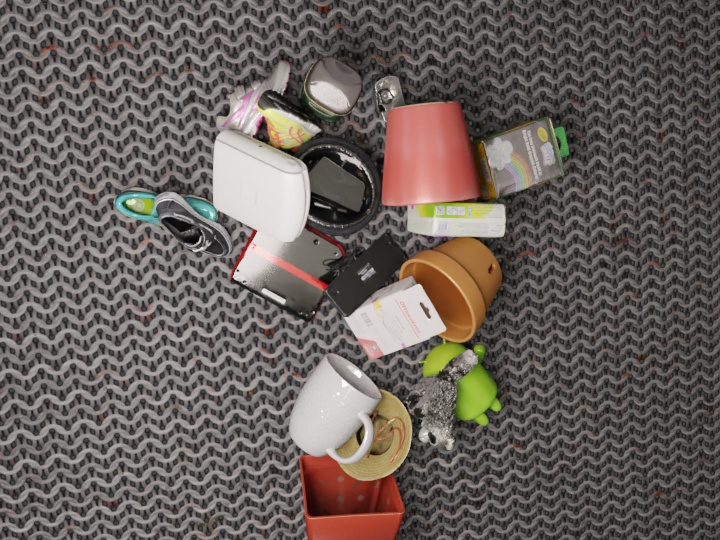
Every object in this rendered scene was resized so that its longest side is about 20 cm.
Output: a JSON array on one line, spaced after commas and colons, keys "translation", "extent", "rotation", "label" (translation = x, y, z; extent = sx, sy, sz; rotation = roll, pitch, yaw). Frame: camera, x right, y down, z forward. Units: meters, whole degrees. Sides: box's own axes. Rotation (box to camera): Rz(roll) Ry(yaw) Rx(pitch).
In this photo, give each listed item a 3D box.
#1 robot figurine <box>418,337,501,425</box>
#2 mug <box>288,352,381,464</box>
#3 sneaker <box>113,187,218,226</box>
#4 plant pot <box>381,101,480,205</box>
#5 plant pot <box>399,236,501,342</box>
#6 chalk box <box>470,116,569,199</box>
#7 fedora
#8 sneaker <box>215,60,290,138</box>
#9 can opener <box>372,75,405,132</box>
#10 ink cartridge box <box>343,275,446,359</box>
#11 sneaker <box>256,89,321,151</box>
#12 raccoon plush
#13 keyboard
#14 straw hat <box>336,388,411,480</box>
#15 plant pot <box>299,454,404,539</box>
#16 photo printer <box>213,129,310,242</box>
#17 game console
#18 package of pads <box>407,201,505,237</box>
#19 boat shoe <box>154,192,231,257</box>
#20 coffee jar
[{"translation": [0.215, 0.238, 1.378], "extent": [0.175, 0.116, 0.200], "rotation": [-44, 102, -7], "label": "robot figurine"}, {"translation": [-0.049, 0.300, 1.304], "extent": [0.176, 0.200, 0.147], "rotation": [-53, 142, 8], "label": "mug"}, {"translation": [-0.377, -0.113, 1.243], "extent": [0.196, 0.080, 0.079], "rotation": [7, 97, -12], "label": "sneaker"}, {"translation": [0.128, -0.224, 1.229], "extent": [0.196, 0.200, 0.181], "rotation": [-8, 100, -9], "label": "plant pot"}, {"translation": [0.196, 0.025, 1.313], "extent": [0.140, 0.199, 0.202], "rotation": [-38, 104, -28], "label": "plant pot"}, {"translation": [0.335, -0.238, 1.330], "extent": [0.197, 0.124, 0.127], "rotation": [-20, 100, -8], "label": "chalk box"}, {"translation": [-0.056, -0.168, 1.285], "extent": [0.196, 0.092, 0.205], "rotation": [-1, 96, -7], "label": "fedora"}, {"translation": [-0.210, -0.331, 1.241], "extent": [0.088, 0.081, 0.201], "rotation": [36, 90, -14], "label": "sneaker"}, {"translation": [0.071, -0.300, 1.316], "extent": [0.053, 0.067, 0.203], "rotation": [-21, 113, -11], "label": "can opener"}, {"translation": [0.078, 0.092, 1.304], "extent": [0.198, 0.068, 0.118], "rotation": [-24, 105, 34], "label": "ink cartridge box"}, {"translation": [-0.146, -0.271, 1.214], "extent": [0.090, 0.199, 0.078], "rotation": [-45, 71, 12], "label": "sneaker"}, {"translation": [0.188, 0.273, 1.287], "extent": [0.199, 0.097, 0.134], "rotation": [-37, 108, 19], "label": "raccoon plush"}, {"translation": [0.000, 0.000, 1.331], "extent": [0.200, 0.040, 0.105], "rotation": [-42, 98, -26], "label": "keyboard"}, {"translation": [0.041, 0.354, 1.369], "extent": [0.085, 0.200, 0.203], "rotation": [28, 94, -52], "label": "straw hat"}, {"translation": [-0.028, 0.520, 1.344], "extent": [0.196, 0.200, 0.180], "rotation": [0, 109, -10], "label": "plant pot"}, {"translation": [-0.184, -0.154, 1.206], "extent": [0.198, 0.069, 0.168], "rotation": [27, 131, 16], "label": "photo printer"}, {"translation": [-0.146, -0.013, 1.327], "extent": [0.198, 0.031, 0.179], "rotation": [29, 95, -12], "label": "game console"}, {"translation": [0.190, -0.103, 1.282], "extent": [0.151, 0.200, 0.070], "rotation": [0, 97, -10], "label": "package of pads"}, {"translation": [-0.313, -0.068, 1.218], "extent": [0.071, 0.069, 0.200], "rotation": [-27, 143, 11], "label": "boat shoe"}, {"translation": [-0.058, -0.338, 1.205], "extent": [0.103, 0.200, 0.086], "rotation": [27, 93, -13], "label": "coffee jar"}]
